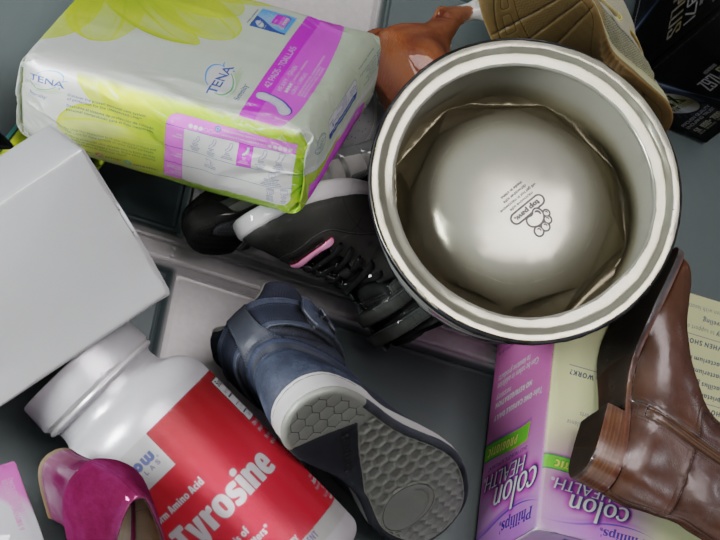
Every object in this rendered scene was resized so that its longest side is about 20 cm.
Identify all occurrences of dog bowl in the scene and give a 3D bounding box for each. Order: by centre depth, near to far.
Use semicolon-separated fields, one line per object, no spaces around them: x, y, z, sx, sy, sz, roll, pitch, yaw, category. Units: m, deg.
0.099;-0.043;1.385;0.200;0.074;0.200;2;74;-7;dog bowl

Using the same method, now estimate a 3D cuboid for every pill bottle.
-0.107;0.127;1.337;0.200;0.112;0.112;45;59;-2;pill bottle

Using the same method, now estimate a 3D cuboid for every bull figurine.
0.078;-0.090;1.474;0.121;0.065;0.200;-28;85;-36;bull figurine

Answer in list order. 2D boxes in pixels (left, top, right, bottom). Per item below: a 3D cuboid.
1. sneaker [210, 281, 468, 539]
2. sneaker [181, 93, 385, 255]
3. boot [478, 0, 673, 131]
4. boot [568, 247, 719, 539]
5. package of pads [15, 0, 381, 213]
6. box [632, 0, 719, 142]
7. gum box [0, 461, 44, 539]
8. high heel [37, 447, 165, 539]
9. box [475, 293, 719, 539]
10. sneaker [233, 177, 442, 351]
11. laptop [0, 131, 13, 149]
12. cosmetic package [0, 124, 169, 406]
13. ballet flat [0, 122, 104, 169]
-0.016;0.089;1.414;0.077;0.146;0.202;-43;135;0;sneaker
-0.063;-0.088;1.474;0.200;0.075;0.116;-23;75;-40;sneaker
0.134;-0.189;1.494;0.200;0.072;0.155;40;27;-38;boot
0.248;0.105;1.424;0.200;0.064;0.187;28;68;-11;boot
-0.104;-0.118;1.390;0.200;0.068;0.155;16;36;10;package of pads
0.282;-0.223;1.622;0.086;0.164;0.200;24;63;-15;box
-0.228;0.227;1.269;0.113;0.066;0.200;-16;78;-29;gum box
-0.127;0.197;1.270;0.067;0.096;0.200;-24;113;-29;high heel
0.185;0.115;1.483;0.176;0.097;0.200;16;63;-18;box
0.000;0.000;1.426;0.200;0.071;0.099;4;62;-53;sneaker
-0.358;-0.087;1.322;0.200;0.116;0.187;-43;60;-6;laptop
-0.229;0.015;1.290;0.200;0.081;0.113;-33;115;-13;cosmetic package
-0.230;-0.026;1.365;0.067;0.067;0.200;28;56;13;ballet flat
